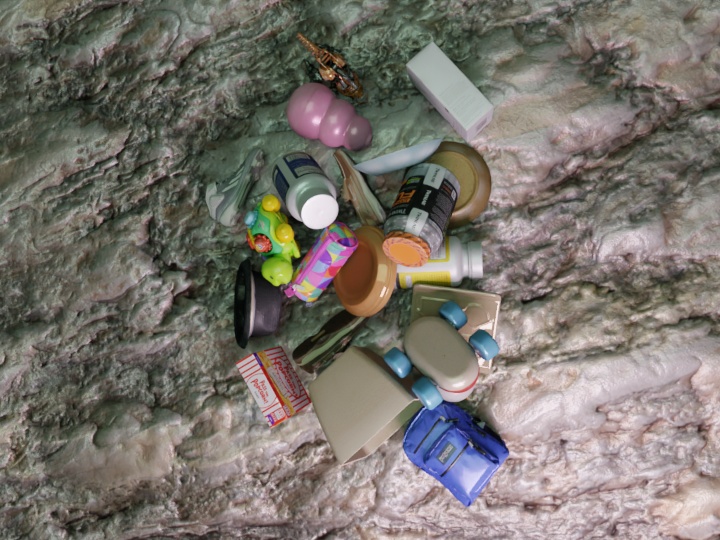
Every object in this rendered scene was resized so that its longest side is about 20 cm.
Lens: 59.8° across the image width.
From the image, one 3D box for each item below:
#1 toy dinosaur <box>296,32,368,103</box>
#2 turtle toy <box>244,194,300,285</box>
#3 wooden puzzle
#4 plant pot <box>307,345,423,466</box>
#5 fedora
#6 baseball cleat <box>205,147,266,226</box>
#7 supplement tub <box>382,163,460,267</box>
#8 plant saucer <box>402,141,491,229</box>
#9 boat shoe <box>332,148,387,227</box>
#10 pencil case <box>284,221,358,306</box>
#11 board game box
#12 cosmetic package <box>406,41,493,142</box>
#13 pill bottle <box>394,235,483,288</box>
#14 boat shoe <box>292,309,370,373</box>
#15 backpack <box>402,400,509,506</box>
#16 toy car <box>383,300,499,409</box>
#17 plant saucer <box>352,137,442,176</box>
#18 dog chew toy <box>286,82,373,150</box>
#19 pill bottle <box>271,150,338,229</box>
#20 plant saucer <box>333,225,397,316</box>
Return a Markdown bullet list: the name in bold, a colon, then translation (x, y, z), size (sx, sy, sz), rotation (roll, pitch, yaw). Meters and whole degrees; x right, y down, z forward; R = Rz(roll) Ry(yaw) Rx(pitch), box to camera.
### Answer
- **toy dinosaur**: translation (-0.061, -0.456, 1.395), size (0.102, 0.136, 0.200), rotation (-32, 125, -8)
- **turtle toy**: translation (-0.194, -0.064, 1.385), size (0.101, 0.146, 0.200), rotation (-24, 73, -4)
- **wooden puzzle**: translation (0.200, 0.122, 1.357), size (0.185, 0.046, 0.201), rotation (7, 114, 10)
- **plant pot**: translation (0.005, 0.274, 1.338), size (0.200, 0.200, 0.177), rotation (-44, 71, 5)
- **fedora**: translation (-0.229, 0.076, 1.413), size (0.091, 0.201, 0.201), rotation (3, 88, -20)
- **baseball cleat**: translation (-0.300, -0.206, 1.464), size (0.106, 0.070, 0.200), rotation (24, 91, 10)
- **supplement tub**: translation (0.122, -0.112, 1.286), size (0.122, 0.123, 0.200), rotation (18, 58, 10)
- **plant saucer**: translation (0.192, -0.193, 1.395), size (0.200, 0.035, 0.201), rotation (0, 87, 9)
- **boat shoe**: translation (-0.014, -0.182, 1.412), size (0.072, 0.076, 0.200), rotation (-32, 80, 10)
- **pencil case**: translation (-0.086, -0.014, 1.373), size (0.088, 0.088, 0.200), rotation (43, 122, 9)
- **board game box**: translation (-0.184, 0.247, 1.359), size (0.046, 0.200, 0.152), rotation (-31, 84, 7)
- **cosmetic package**: translation (0.195, -0.388, 1.365), size (0.081, 0.113, 0.200), rotation (-43, 80, 6)
- **pill bottle**: translation (0.162, -0.018, 1.354), size (0.199, 0.111, 0.112), rotation (-2, 87, 10)
- **boat shoe**: translation (-0.056, 0.158, 1.417), size (0.202, 0.075, 0.075), rotation (-35, 118, 0)
- **backpack**: translation (0.192, 0.365, 1.309), size (0.200, 0.168, 0.163), rotation (38, 88, 13)
- **toy car**: translation (0.176, 0.203, 1.304), size (0.184, 0.200, 0.177), rotation (-39, 56, -10)
- **plant saucer**: translation (0.084, -0.236, 1.338), size (0.200, 0.201, 0.039), rotation (-17, 97, 9)
- **dog chew toy**: translation (-0.064, -0.336, 1.405), size (0.200, 0.125, 0.125), rotation (28, 93, 4)
- **pill bottle**: translation (-0.118, -0.174, 1.361), size (0.111, 0.111, 0.200), rotation (-40, 40, 6)
- **plant saucer**: translation (0.000, 0.000, 1.359), size (0.200, 0.037, 0.201), rotation (-10, 76, 49)
